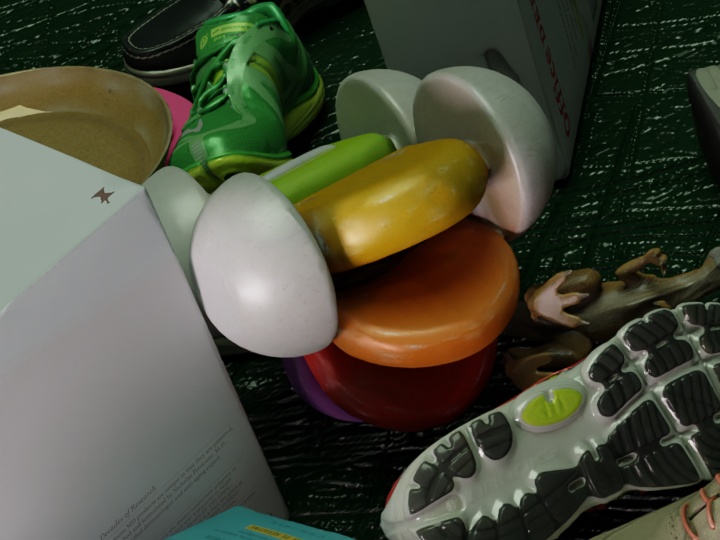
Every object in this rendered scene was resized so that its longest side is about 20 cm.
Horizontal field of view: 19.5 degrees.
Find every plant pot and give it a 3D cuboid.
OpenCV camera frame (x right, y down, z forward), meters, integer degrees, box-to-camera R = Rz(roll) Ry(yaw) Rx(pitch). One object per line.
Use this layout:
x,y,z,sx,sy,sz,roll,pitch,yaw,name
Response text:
-0.193,-0.045,1.109,0.198,0.028,0.201,-10,34,6,plant pot

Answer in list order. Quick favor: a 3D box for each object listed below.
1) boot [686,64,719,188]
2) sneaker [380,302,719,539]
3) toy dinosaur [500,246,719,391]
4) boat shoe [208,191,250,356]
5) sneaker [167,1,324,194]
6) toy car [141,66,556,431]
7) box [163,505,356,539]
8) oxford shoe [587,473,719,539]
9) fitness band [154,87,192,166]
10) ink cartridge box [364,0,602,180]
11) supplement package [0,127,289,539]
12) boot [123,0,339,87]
0.252,-0.053,0.979,0.152,0.074,0.204,-19,38,-1,boot
0.096,0.070,0.906,0.198,0.078,0.085,-19,-4,-17,sneaker
0.093,0.023,0.992,0.198,0.061,0.106,-8,8,24,toy dinosaur
-0.069,-0.001,1.072,0.198,0.072,0.076,-21,37,1,boat shoe
-0.072,-0.094,1.147,0.073,0.084,0.200,-17,19,14,sneaker
0.000,0.000,0.963,0.174,0.151,0.200,-29,16,-22,toy car
-0.082,0.153,0.833,0.082,0.050,0.199,11,18,34,box
0.152,0.097,0.838,0.198,0.075,0.071,-21,37,2,oxford shoe
-0.167,-0.050,1.177,0.142,0.038,0.200,5,33,22,fitness band
0.072,-0.160,1.136,0.084,0.145,0.201,-7,39,19,ink cartridge box
-0.169,0.077,0.919,0.146,0.201,0.191,22,54,42,supplement package
-0.075,-0.217,1.259,0.202,0.155,0.073,-31,38,-13,boot
